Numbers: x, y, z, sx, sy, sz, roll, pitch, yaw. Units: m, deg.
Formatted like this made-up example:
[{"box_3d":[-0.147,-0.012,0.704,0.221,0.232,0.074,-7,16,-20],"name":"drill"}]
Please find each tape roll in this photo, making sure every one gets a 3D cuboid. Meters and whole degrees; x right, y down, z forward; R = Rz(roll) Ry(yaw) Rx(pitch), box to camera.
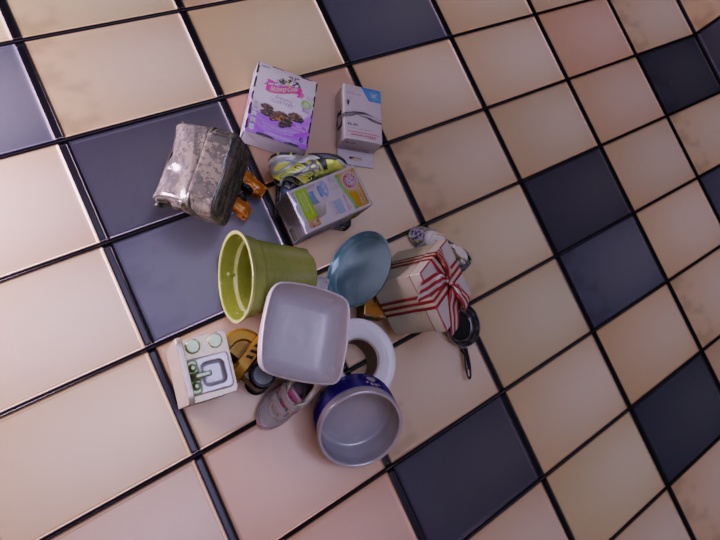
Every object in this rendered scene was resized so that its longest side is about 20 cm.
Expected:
[{"box_3d":[-0.014,0.223,1.455,0.198,0.071,0.207,7,73,-22],"name":"tape roll"}]

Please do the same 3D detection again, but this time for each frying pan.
[{"box_3d":[0.289,0.183,1.621,0.113,0.031,0.193,-23,89,-27],"name":"frying pan"}]

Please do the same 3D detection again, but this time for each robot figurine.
[{"box_3d":[-0.332,-0.216,1.441,0.199,0.058,0.146,36,64,-12],"name":"robot figurine"}]

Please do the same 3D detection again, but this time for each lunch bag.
[{"box_3d":[-0.355,-0.219,1.328,0.164,0.139,0.204,15,79,5],"name":"lunch bag"}]

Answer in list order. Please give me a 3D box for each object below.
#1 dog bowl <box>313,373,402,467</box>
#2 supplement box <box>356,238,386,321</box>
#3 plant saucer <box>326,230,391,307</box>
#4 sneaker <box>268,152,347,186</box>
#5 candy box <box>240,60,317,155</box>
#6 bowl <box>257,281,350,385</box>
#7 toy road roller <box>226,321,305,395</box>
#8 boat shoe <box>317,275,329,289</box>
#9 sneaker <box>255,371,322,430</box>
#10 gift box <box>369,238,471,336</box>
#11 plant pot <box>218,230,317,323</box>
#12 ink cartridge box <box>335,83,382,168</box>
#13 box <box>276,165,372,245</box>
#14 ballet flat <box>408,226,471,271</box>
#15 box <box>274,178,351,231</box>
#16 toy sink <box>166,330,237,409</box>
[{"box_3d":[-0.008,0.341,1.365,0.196,0.079,0.204,-6,113,-14],"name":"dog bowl"},{"box_3d":[0.028,0.024,1.531,0.065,0.069,0.204,8,71,-21],"name":"supplement box"},{"box_3d":[0.000,0.000,1.468,0.027,0.197,0.204,32,62,-45],"name":"plant saucer"},{"box_3d":[-0.129,-0.247,1.486,0.196,0.075,0.078,-4,83,-13],"name":"sneaker"},{"box_3d":[-0.209,-0.409,1.540,0.165,0.071,0.204,14,71,-20],"name":"candy box"},{"box_3d":[-0.127,0.136,1.282,0.196,0.074,0.204,15,74,-27],"name":"bowl"},{"box_3d":[-0.226,0.170,1.349,0.145,0.123,0.201,38,65,-2],"name":"toy road roller"},{"box_3d":[-0.103,0.110,1.447,0.068,0.071,0.204,8,66,-11],"name":"boat shoe"},{"box_3d":[-0.159,0.281,1.340,0.200,0.088,0.081,-44,87,1],"name":"sneaker"},{"box_3d":[0.155,0.057,1.468,0.186,0.184,0.201,58,43,-21],"name":"gift box"},{"box_3d":[-0.205,0.014,1.375,0.181,0.199,0.205,0,76,-34],"name":"plant pot"},{"box_3d":[-0.004,-0.391,1.628,0.114,0.067,0.205,5,74,-23],"name":"ink cartridge box"},{"box_3d":[-0.088,-0.160,1.457,0.198,0.101,0.114,-26,89,-26],"name":"box"},{"box_3d":[0.225,-0.068,1.641,0.198,0.072,0.073,31,66,-13],"name":"ballet flat"},{"box_3d":[-0.118,-0.196,1.536,0.196,0.046,0.163,7,74,-22],"name":"box"},{"box_3d":[-0.329,0.205,1.249,0.110,0.200,0.133,-13,80,-25],"name":"toy sink"}]
